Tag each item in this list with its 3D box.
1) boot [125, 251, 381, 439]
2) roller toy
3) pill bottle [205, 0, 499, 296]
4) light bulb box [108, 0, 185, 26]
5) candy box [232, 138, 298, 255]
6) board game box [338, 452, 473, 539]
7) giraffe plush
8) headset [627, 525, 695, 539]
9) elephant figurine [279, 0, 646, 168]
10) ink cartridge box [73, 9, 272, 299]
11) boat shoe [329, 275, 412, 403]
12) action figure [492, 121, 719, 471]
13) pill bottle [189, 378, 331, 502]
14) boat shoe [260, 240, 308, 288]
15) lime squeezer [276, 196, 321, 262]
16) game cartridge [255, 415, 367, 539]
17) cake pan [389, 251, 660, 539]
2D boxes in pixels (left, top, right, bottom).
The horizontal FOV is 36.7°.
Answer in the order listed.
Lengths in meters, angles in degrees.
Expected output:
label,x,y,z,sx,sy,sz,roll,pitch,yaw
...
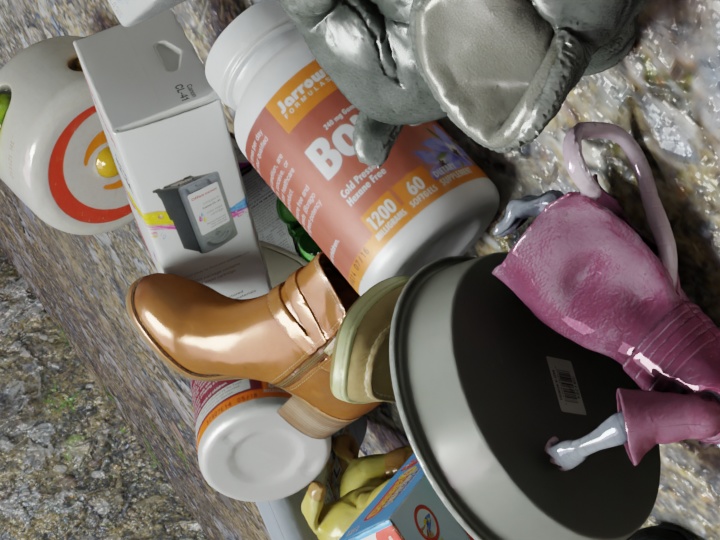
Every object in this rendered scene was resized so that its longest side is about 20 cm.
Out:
label,x,y,z,sx,sy,sz,roll,pitch,yaw
boot,-0.062,0.031,0.775,0.199,0.074,0.155,30,140,-7
roller toy,-0.284,-0.139,1.129,0.140,0.200,0.183,37,165,38
pill bottle,-0.011,-0.083,0.716,0.200,0.112,0.112,49,158,16
light bulb box,-0.118,-0.277,0.655,0.199,0.124,0.200,62,159,-12
candy box,-0.125,-0.040,1.089,0.136,0.061,0.201,32,147,42
board game box,0.094,0.232,0.828,0.056,0.200,0.196,-33,90,31
giraffe plush,0.032,0.228,1.017,0.162,0.199,0.174,-71,-24,-74
headset,0.194,0.237,0.752,0.200,0.094,0.124,31,148,31
elephant figurine,0.069,-0.123,0.490,0.199,0.142,0.155,18,168,35
ink cartridge box,-0.147,-0.080,0.860,0.148,0.085,0.201,-123,15,-44
boat shoe,0.056,0.044,0.667,0.063,0.200,0.074,14,99,33
action figure,0.165,0.035,0.564,0.200,0.134,0.149,47,129,24
pill bottle,-0.097,0.097,0.978,0.200,0.113,0.115,-108,2,-51
boat shoe,-0.045,0.044,0.961,0.199,0.073,0.063,31,161,-2
lime squeezer,-0.044,-0.047,0.940,0.201,0.038,0.071,57,158,2
game cartridge,-0.045,0.176,1.071,0.041,0.201,0.134,5,133,18
cake pan,0.102,0.074,0.619,0.037,0.200,0.201,-35,88,38
